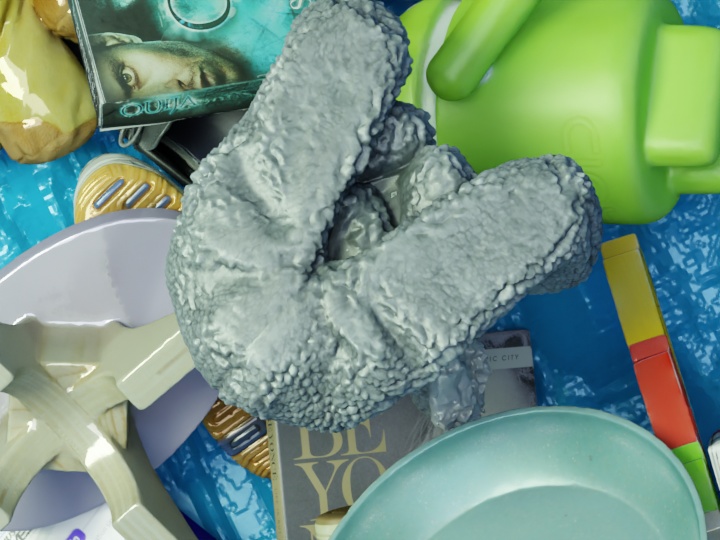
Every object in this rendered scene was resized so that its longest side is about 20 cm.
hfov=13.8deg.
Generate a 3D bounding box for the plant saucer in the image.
[{"bbox_3d":[0.069,0.152,1.362,0.199,0.036,0.201,-17,44,17],"label":"plant saucer"}]

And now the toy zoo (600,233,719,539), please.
[{"bbox_3d":[0.154,0.073,1.462,0.020,0.131,0.201,-18,56,6],"label":"toy zoo"}]

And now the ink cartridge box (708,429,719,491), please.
[{"bbox_3d":[0.248,0.101,1.439,0.146,0.200,0.083,-16,87,7],"label":"ink cartridge box"}]

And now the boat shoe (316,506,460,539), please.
[{"bbox_3d":[0.071,0.151,1.488,0.199,0.072,0.065,6,88,-25],"label":"boat shoe"}]

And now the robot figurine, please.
[{"bbox_3d":[0.091,-0.082,1.478,0.199,0.175,0.116,2,77,24],"label":"robot figurine"}]

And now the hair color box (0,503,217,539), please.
[{"bbox_3d":[-0.106,0.188,1.553,0.200,0.065,0.109,38,92,5],"label":"hair color box"}]

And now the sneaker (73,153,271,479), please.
[{"bbox_3d":[-0.078,0.017,1.553,0.075,0.088,0.200,-33,108,0],"label":"sneaker"}]

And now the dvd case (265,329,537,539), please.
[{"bbox_3d":[0.028,0.135,1.522,0.148,0.016,0.201,-4,85,-22],"label":"dvd case"}]

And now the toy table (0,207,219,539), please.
[{"bbox_3d":[-0.141,0.065,1.453,0.183,0.117,0.200,35,103,-14],"label":"toy table"}]

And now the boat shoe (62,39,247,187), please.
[{"bbox_3d":[-0.095,-0.090,1.561,0.200,0.062,0.075,44,96,8],"label":"boat shoe"}]

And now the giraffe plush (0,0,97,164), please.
[{"bbox_3d":[-0.221,-0.160,1.507,0.172,0.162,0.201,1,85,29],"label":"giraffe plush"}]

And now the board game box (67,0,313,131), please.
[{"bbox_3d":[-0.085,-0.164,1.473,0.135,0.028,0.201,-10,58,-12],"label":"board game box"}]

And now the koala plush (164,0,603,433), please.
[{"bbox_3d":[0.000,0.000,1.409,0.177,0.200,0.184,41,85,9],"label":"koala plush"}]
